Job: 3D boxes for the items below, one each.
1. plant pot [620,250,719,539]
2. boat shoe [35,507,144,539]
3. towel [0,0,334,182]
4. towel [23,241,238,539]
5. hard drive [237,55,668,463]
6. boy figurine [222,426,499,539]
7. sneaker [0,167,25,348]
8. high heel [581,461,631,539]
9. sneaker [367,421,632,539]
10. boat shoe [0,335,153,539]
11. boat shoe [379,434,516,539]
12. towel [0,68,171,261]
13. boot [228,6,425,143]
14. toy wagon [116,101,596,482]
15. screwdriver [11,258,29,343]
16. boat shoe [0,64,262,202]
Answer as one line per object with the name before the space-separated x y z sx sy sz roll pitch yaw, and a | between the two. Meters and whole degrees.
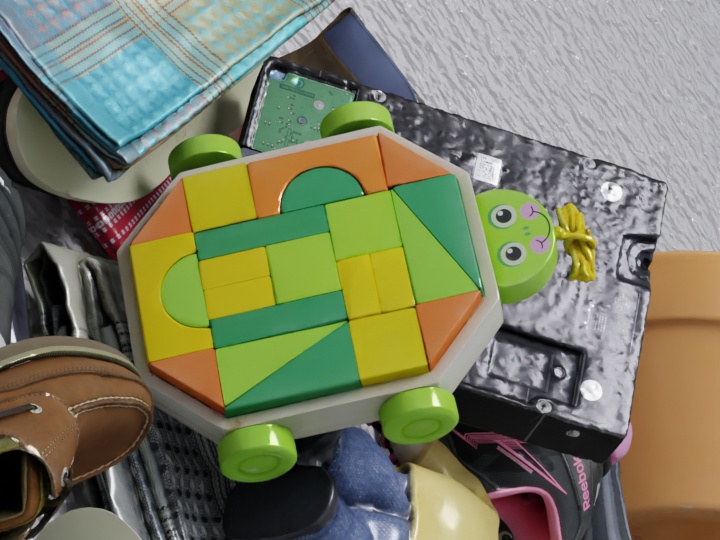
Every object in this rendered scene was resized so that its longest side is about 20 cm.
plant pot | 0.185 0.097 1.479 0.200 0.200 0.141 34 50 -44
boat shoe | -0.070 0.185 0.999 0.202 0.073 0.063 64 13 12
towel | -0.098 -0.138 1.139 0.147 0.022 0.200 48 45 -1
towel | -0.059 0.084 1.163 0.200 0.034 0.193 12 57 -58
hard drive | 0.033 -0.005 1.193 0.199 0.038 0.140 17 60 -8
boy figurine | 0.022 0.124 1.175 0.200 0.064 0.125 41 42 -45
sneaker | -0.201 -0.043 1.023 0.200 0.071 0.099 53 21 -26
high heel | 0.130 0.205 1.330 0.143 0.071 0.200 -92 171 -47
sneaker | 0.038 0.072 1.242 0.200 0.079 0.096 30 66 -21
boat shoe | -0.140 0.074 0.976 0.068 0.072 0.200 42 28 26
boat shoe | 0.064 0.137 1.321 0.070 0.066 0.201 34 33 -43
towel | -0.135 -0.085 1.259 0.200 0.022 0.145 52 26 -10
boot | 0.014 -0.046 1.332 0.200 0.097 0.075 46 1 24
toy wagon | 0.000 0.000 1.110 0.040 0.199 0.156 75 3 -61
screwdriver | -0.170 -0.041 1.135 0.028 0.029 0.201 30 33 -48
boat shoe | -0.114 -0.075 1.182 0.201 0.063 0.074 -33 118 -61
